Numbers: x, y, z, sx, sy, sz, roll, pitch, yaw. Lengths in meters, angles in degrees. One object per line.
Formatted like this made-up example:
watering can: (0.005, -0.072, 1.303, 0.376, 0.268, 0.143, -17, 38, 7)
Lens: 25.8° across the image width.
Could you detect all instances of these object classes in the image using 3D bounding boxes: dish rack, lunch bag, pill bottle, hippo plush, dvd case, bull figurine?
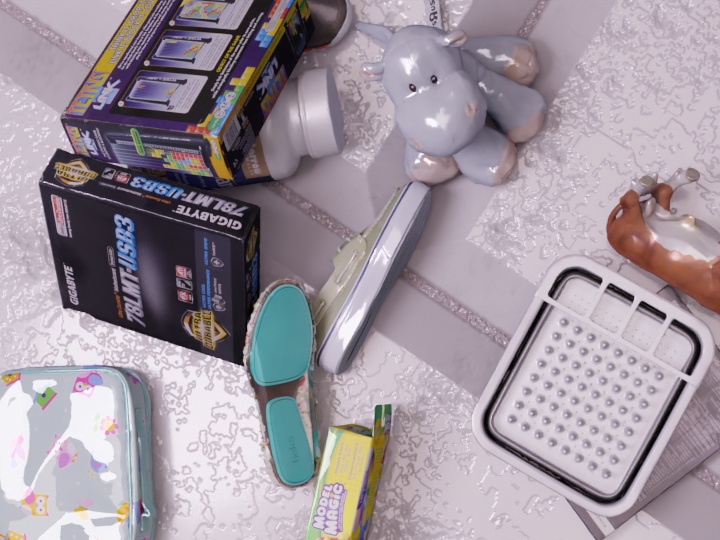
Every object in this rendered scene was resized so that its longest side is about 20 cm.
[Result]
dish rack: (0.212, 0.105, 1.445, 0.170, 0.044, 0.202, 29, 90, 8)
lunch bag: (-0.274, 0.192, 1.509, 0.158, 0.077, 0.203, -3, 86, 7)
pill bottle: (-0.120, -0.136, 1.490, 0.197, 0.111, 0.113, -8, 85, 8)
hippo plush: (0.087, -0.178, 1.438, 0.157, 0.161, 0.202, -20, 84, 7)
dvd case: (0.255, 0.133, 1.466, 0.199, 0.016, 0.149, -38, 82, 4)
bull figurine: (0.315, -0.015, 1.424, 0.198, 0.122, 0.065, 27, 48, 16)

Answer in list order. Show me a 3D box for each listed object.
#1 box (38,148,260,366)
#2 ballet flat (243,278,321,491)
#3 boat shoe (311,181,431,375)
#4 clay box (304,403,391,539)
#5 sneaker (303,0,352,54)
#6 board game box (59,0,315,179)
box: (-0.191, -0.009, 1.456, 0.196, 0.201, 0.050, 16, 53, 8)
ballet flat: (-0.077, 0.106, 1.476, 0.075, 0.064, 0.203, -3, 97, -15)
boat shoe: (0.000, 0.000, 1.486, 0.062, 0.072, 0.202, 29, 93, 13)
clay box: (-0.016, 0.219, 1.450, 0.047, 0.115, 0.203, 11, 87, 9)
sneaker: (-0.107, -0.259, 1.511, 0.197, 0.082, 0.078, 11, 87, 10)
board game box: (-0.154, -0.179, 1.424, 0.163, 0.057, 0.201, 8, 52, 24)
